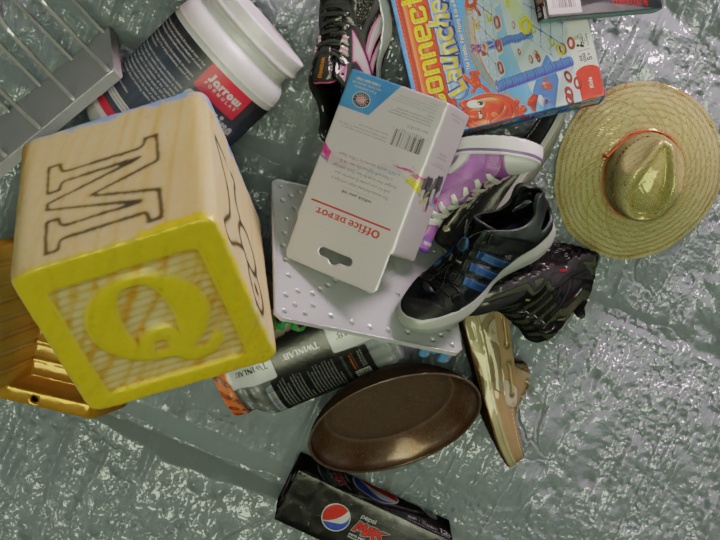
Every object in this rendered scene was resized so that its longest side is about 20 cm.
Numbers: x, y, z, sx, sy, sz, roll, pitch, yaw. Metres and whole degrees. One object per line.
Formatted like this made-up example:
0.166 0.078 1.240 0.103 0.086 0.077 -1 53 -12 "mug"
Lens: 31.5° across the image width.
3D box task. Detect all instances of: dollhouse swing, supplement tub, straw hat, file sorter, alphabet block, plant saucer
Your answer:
-0.326 0.061 1.369 0.180 0.176 0.201 14 101 -2 "dollhouse swing"
-0.062 0.079 1.398 0.199 0.123 0.123 -23 101 4 "supplement tub"
0.308 -0.100 1.376 0.199 0.085 0.203 0 102 1 "straw hat"
-0.172 -0.190 1.331 0.200 0.140 0.140 -42 99 9 "supplement tub"
-0.362 -0.203 1.312 0.200 0.139 0.125 -37 121 8 "file sorter"
-0.204 -0.020 1.223 0.195 0.201 0.196 -17 132 5 "alphabet block"
0.035 0.158 1.412 0.199 0.037 0.201 -12 145 -9 "plant saucer"

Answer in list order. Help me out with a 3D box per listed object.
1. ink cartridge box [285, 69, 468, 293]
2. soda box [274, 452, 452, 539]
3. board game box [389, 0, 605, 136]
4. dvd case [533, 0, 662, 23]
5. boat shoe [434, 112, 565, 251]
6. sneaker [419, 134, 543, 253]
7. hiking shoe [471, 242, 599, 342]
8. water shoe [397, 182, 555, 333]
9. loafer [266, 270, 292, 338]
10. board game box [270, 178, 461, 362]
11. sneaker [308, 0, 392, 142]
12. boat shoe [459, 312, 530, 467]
0.016 -0.086 1.287 0.115 0.068 0.201 23 94 23 "ink cartridge box"
0.004 0.288 1.473 0.199 0.063 0.071 26 101 -6 "soda box"
0.137 -0.252 1.338 0.194 0.056 0.202 -14 89 3 "board game box"
0.228 -0.357 1.302 0.145 0.022 0.202 -10 87 -22 "dvd case"
0.153 -0.099 1.380 0.060 0.074 0.201 32 89 13 "boat shoe"
0.095 -0.076 1.327 0.199 0.073 0.115 -5 80 24 "sneaker"
0.184 0.036 1.373 0.199 0.076 0.101 -14 110 -35 "hiking shoe"
0.110 -0.018 1.287 0.200 0.071 0.079 -37 134 -21 "water shoe"
-0.133 0.020 1.351 0.076 0.199 0.069 -41 124 -25 "loafer"
0.000 0.000 1.331 0.199 0.201 0.026 12 134 -17 "board game box"
-0.016 -0.223 1.336 0.080 0.086 0.202 -1 104 36 "sneaker"
0.161 0.123 1.432 0.064 0.071 0.201 -16 102 -4 "boat shoe"
